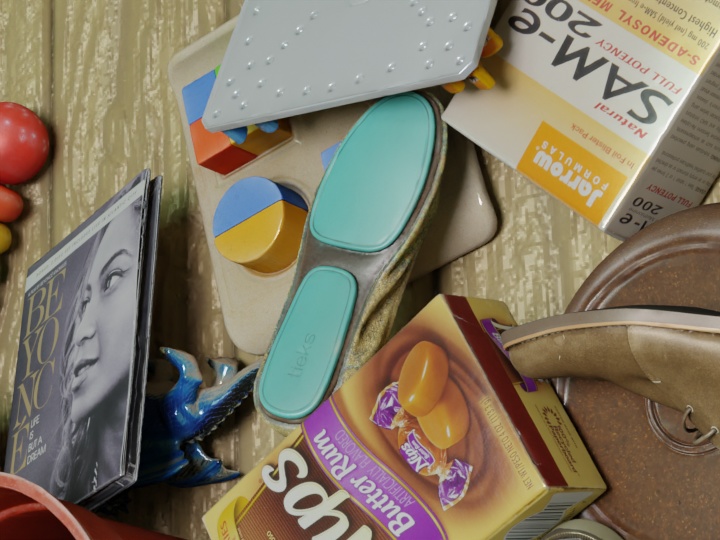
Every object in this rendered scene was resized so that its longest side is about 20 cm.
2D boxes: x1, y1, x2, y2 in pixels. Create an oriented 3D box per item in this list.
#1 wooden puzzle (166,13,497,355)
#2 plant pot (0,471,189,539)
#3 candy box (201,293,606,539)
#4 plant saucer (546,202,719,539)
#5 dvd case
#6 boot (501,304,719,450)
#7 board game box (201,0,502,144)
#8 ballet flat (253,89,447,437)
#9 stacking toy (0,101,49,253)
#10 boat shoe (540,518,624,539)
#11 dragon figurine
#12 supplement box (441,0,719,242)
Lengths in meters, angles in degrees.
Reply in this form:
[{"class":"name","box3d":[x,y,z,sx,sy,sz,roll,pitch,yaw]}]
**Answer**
[{"class":"wooden puzzle","box3d":[-0.028,-0.076,1.229,0.185,0.046,0.200,-28,66,26]},{"class":"plant pot","box3d":[-0.145,0.218,1.156,0.201,0.195,0.201,-8,76,33]},{"class":"candy box","box3d":[0.017,0.118,1.071,0.200,0.056,0.117,-45,58,30]},{"class":"plant saucer","box3d":[0.166,0.062,1.018,0.200,0.034,0.200,-8,75,34]},{"class":"dvd case","box3d":[-0.166,0.056,1.253,0.149,0.016,0.200,-35,44,45]},{"class":"boot","box3d":[0.154,0.052,0.970,0.200,0.074,0.076,0,90,32]},{"class":"board game box","box3d":[0.016,-0.169,1.174,0.200,0.026,0.200,-8,55,43]},{"class":"ballet flat","box3d":[0.000,0.000,1.146,0.071,0.071,0.200,13,76,35]},{"class":"stacking toy","box3d":[-0.255,-0.013,1.358,0.085,0.085,0.200,26,89,35]},{"class":"boat shoe","box3d":[0.061,0.208,1.028,0.075,0.068,0.200,32,117,12]},{"class":"dragon figurine","box3d":[-0.108,0.098,1.238,0.200,0.059,0.099,-6,79,38]},{"class":"supplement box","box3d":[0.150,-0.126,1.101,0.126,0.074,0.200,37,102,34]}]
